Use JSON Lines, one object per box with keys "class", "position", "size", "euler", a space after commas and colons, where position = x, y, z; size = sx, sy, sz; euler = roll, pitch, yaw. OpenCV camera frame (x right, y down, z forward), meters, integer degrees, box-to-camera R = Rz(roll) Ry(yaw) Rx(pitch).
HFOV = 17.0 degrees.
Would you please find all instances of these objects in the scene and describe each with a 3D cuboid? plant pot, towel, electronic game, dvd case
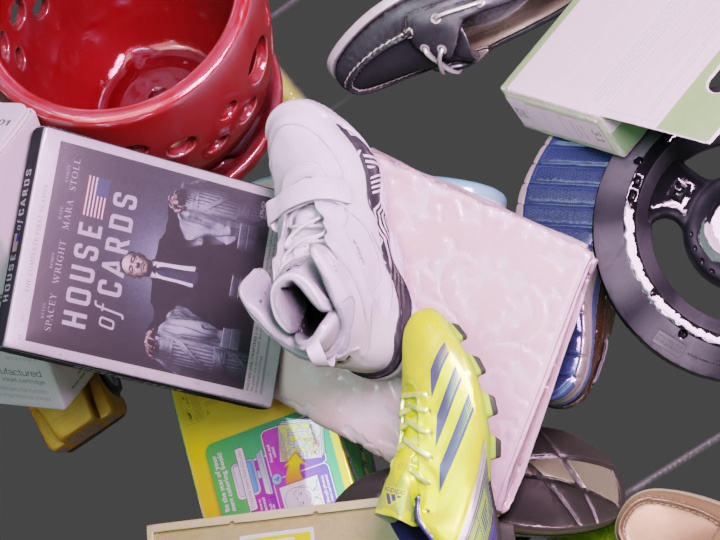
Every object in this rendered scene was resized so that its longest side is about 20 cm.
{"class": "plant pot", "position": [-0.155, -0.148, 1.709], "size": [0.199, 0.183, 0.201], "euler": [-4, 63, 8]}
{"class": "towel", "position": [0.046, 0.038, 1.616], "size": [0.199, 0.032, 0.192], "euler": [26, 102, 28]}
{"class": "electronic game", "position": [0.251, -0.024, 1.590], "size": [0.199, 0.042, 0.201], "euler": [0, 77, -2]}
{"class": "dvd case", "position": [-0.138, 0.000, 1.617], "size": [0.025, 0.199, 0.151], "euler": [-9, 69, 59]}

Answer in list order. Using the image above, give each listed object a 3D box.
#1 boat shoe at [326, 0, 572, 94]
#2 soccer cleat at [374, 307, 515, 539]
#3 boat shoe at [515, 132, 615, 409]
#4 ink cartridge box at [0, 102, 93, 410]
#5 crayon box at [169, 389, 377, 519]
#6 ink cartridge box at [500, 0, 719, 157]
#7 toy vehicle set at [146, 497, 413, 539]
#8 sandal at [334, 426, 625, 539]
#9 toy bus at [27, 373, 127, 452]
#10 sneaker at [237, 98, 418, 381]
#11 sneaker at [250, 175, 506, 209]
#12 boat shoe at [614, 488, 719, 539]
{"class": "boat shoe", "position": [0.070, -0.174, 1.699], "size": [0.200, 0.076, 0.061], "euler": [-33, 65, 15]}
{"class": "soccer cleat", "position": [0.046, 0.125, 1.545], "size": [0.083, 0.065, 0.201], "euler": [-9, 85, -14]}
{"class": "boat shoe", "position": [0.143, -0.005, 1.641], "size": [0.072, 0.072, 0.201], "euler": [9, 80, 24]}
{"class": "ink cartridge box", "position": [-0.272, -0.011, 1.658], "size": [0.146, 0.201, 0.086], "euler": [3, 40, 25]}
{"class": "crayon box", "position": [-0.053, 0.147, 1.704], "size": [0.118, 0.058, 0.201], "euler": [-21, 75, 18]}
{"class": "ink cartridge box", "position": [0.206, -0.139, 1.586], "size": [0.200, 0.048, 0.146], "euler": [23, 66, 47]}
{"class": "toy vehicle set", "position": [-0.048, 0.222, 1.612], "size": [0.199, 0.026, 0.125], "euler": [-9, 79, 24]}
{"class": "sandal", "position": [0.080, 0.158, 1.642], "size": [0.200, 0.057, 0.080], "euler": [-9, 60, 3]}
{"class": "toy bus", "position": [-0.249, 0.034, 1.792], "size": [0.065, 0.078, 0.201], "euler": [-33, 71, 14]}
{"class": "sneaker", "position": [-0.031, -0.023, 1.576], "size": [0.075, 0.115, 0.201], "euler": [-25, 77, 26]}
{"class": "sneaker", "position": [0.000, 0.000, 1.697], "size": [0.199, 0.079, 0.131], "euler": [2, 81, 23]}
{"class": "boat shoe", "position": [0.251, 0.200, 1.561], "size": [0.199, 0.066, 0.074], "euler": [27, 90, 20]}
